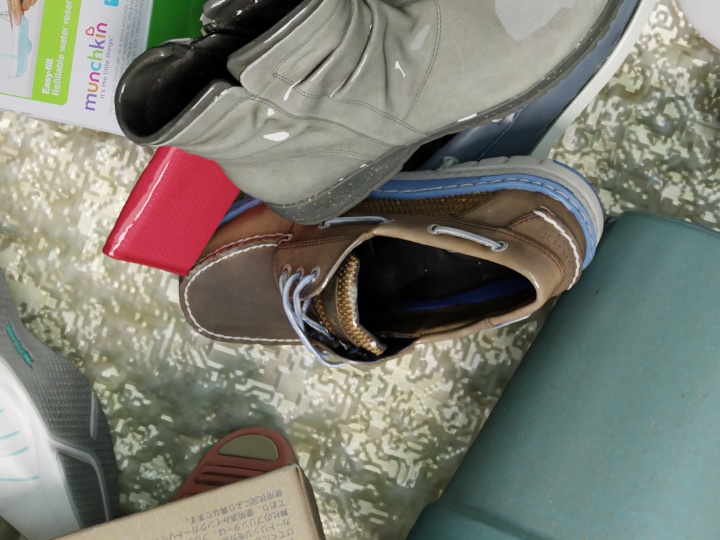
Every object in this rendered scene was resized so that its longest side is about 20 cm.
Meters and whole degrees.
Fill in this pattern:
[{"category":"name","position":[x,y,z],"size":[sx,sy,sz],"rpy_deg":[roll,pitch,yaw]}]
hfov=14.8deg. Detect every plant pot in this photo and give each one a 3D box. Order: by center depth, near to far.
[{"category":"plant pot","position":[0.128,0.093,1.161],"size":[0.200,0.200,0.197],"rpy_deg":[26,83,-4]}]

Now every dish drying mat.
[{"category":"dish drying mat","position":[-0.040,-0.088,1.153],"size":[0.018,0.077,0.200],"rpy_deg":[35,97,20]}]

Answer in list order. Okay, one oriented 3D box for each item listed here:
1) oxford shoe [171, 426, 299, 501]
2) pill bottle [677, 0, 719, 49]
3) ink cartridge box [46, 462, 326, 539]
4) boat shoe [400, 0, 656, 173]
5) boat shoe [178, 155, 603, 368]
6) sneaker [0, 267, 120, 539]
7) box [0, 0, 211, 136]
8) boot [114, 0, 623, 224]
[{"category":"oxford shoe","position":[-0.058,0.170,1.216],"size":[0.071,0.074,0.201],"rpy_deg":[7,78,36]},{"category":"pill bottle","position":[0.195,-0.191,1.152],"size":[0.114,0.114,0.201],"rpy_deg":[12,61,-4]},{"category":"ink cartridge box","position":[-0.093,0.187,1.130],"size":[0.199,0.075,0.165],"rpy_deg":[-17,78,0]},{"category":"boat shoe","position":[0.064,-0.099,1.174],"size":[0.062,0.075,0.200],"rpy_deg":[15,122,-31]},{"category":"boat shoe","position":[0.000,0.000,1.161],"size":[0.199,0.072,0.072],"rpy_deg":[-14,116,30]},{"category":"sneaker","position":[-0.167,0.057,1.181],"size":[0.080,0.071,0.201],"rpy_deg":[-19,121,17]},{"category":"box","position":[-0.145,-0.169,1.144],"size":[0.176,0.097,0.201],"rpy_deg":[10,97,15]},{"category":"boot","position":[0.009,-0.095,1.080],"size":[0.200,0.131,0.068],"rpy_deg":[-37,63,12]}]
